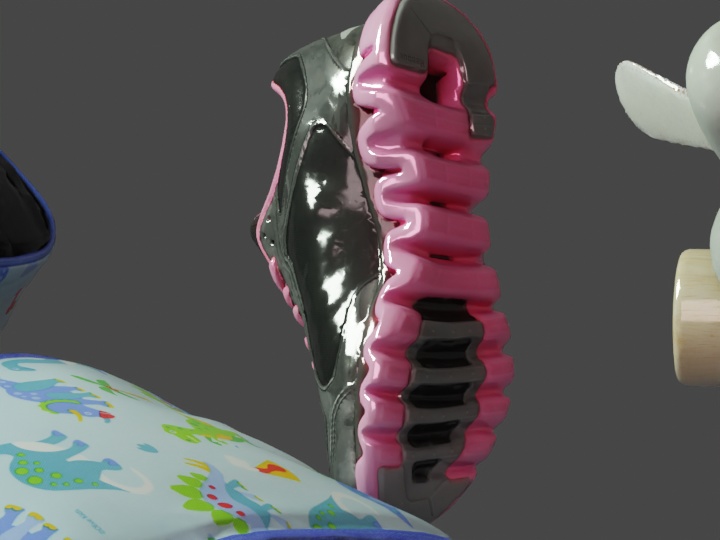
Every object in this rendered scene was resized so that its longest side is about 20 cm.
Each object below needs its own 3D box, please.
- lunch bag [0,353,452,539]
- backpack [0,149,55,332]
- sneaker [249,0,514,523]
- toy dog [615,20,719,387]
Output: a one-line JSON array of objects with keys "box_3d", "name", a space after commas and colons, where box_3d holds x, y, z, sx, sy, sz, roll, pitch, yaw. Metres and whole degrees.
[{"box_3d": [-0.085, 0.101, 0.963, 0.170, 0.199, 0.128, 24, 119, 36], "name": "lunch bag"}, {"box_3d": [-0.224, -0.023, 1.086, 0.200, 0.183, 0.147, 42, 115, 24], "name": "backpack"}, {"box_3d": [0.000, 0.000, 1.070, 0.095, 0.079, 0.201, -10, 72, 39], "name": "sneaker"}, {"box_3d": [0.148, -0.038, 0.974, 0.131, 0.200, 0.097, 7, 60, -5], "name": "toy dog"}]
